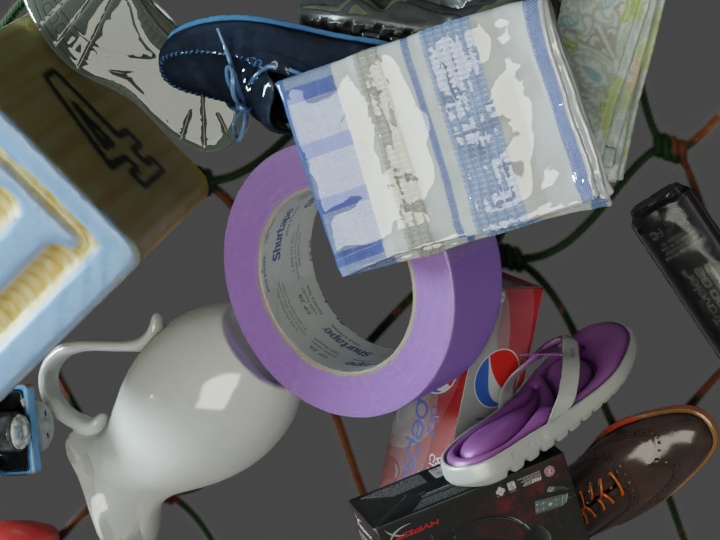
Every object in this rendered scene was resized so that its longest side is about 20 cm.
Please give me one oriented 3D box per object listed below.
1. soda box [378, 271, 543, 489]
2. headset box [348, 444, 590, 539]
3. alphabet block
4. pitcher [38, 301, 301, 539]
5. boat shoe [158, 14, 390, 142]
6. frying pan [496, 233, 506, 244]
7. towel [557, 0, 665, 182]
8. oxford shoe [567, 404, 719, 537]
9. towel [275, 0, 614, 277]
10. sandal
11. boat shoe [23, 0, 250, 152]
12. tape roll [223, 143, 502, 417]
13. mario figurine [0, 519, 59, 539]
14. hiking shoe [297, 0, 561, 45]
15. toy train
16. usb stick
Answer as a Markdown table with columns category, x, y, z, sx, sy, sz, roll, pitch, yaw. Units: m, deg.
| category | x | y | z | sx | sy | sz | roll | pitch | yaw |
| --- | --- | --- | --- | --- | --- | --- | --- | --- | --- |
| soda box | 0.072 | 0.098 | 1.689 | 0.070 | 0.063 | 0.200 | 24 | 107 | 46 |
| headset box | 0.095 | 0.235 | 1.641 | 0.148 | 0.075 | 0.200 | -20 | 106 | -10 |
| alphabet block | -0.257 | -0.044 | 1.668 | 0.195 | 0.200 | 0.196 | -41 | 95 | 18 |
| pitcher | -0.149 | 0.093 | 1.739 | 0.200 | 0.121 | 0.172 | -42 | 79 | 30 |
| boat shoe | -0.055 | -0.130 | 1.584 | 0.200 | 0.069 | 0.084 | 5 | 149 | 27 |
| frying pan | 0.066 | -0.069 | 1.643 | 0.115 | 0.031 | 0.190 | 23 | 140 | -9 |
| towel | 0.109 | -0.161 | 1.642 | 0.200 | 0.048 | 0.171 | 15 | 105 | 7 |
| oxford shoe | 0.178 | 0.168 | 1.708 | 0.200 | 0.073 | 0.071 | -33 | 97 | 18 |
| towel | 0.055 | -0.086 | 1.521 | 0.200 | 0.024 | 0.147 | -16 | 96 | 17 |
| sandal | 0.129 | 0.082 | 1.630 | 0.082 | 0.203 | 0.050 | 0 | 121 | 43 |
| boat shoe | -0.164 | -0.163 | 1.688 | 0.202 | 0.065 | 0.074 | 38 | 98 | 1 |
| tape roll | 0.000 | 0.000 | 1.632 | 0.200 | 0.066 | 0.200 | 12 | 111 | 34 |
| mario figurine | -0.247 | 0.287 | 1.808 | 0.123 | 0.106 | 0.200 | -37 | 106 | -16 |
| hiking shoe | 0.054 | -0.190 | 1.591 | 0.200 | 0.101 | 0.076 | 4 | 150 | 28 |
| toy train | -0.327 | 0.126 | 1.762 | 0.200 | 0.114 | 0.087 | -6 | 92 | 24 |
| usb stick | 0.268 | 0.028 | 1.671 | 0.055 | 0.033 | 0.200 | -31 | 98 | 25 |
